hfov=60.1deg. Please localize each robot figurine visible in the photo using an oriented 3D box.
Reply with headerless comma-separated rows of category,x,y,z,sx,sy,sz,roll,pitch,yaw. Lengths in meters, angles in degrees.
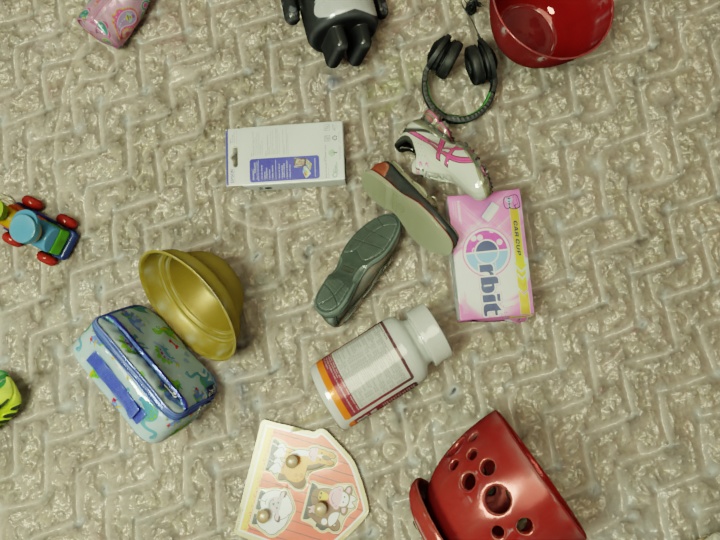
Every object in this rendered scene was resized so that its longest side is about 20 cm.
robot figurine,-0.041,-0.435,1.007,0.123,0.149,0.204,-19,82,30

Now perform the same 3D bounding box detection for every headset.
headset,0.166,-0.344,1.020,0.121,0.094,0.204,9,98,0

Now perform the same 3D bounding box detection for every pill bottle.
pill bottle,0.032,0.140,0.934,0.198,0.110,0.111,-31,82,-2

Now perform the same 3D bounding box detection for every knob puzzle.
knob puzzle,-0.082,0.344,0.955,0.214,0.030,0.225,0,82,3

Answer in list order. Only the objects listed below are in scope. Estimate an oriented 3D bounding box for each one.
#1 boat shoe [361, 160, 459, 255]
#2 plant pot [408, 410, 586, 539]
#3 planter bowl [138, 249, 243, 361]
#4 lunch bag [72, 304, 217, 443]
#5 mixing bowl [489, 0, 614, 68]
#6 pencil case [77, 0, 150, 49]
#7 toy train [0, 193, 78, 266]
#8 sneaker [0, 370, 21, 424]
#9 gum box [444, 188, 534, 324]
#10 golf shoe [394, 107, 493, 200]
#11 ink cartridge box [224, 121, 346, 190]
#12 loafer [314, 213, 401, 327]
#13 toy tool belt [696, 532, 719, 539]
boat shoe,0.085,-0.102,0.963,0.062,0.072,0.200,-29,58,-28
plant pot,0.181,0.330,0.861,0.182,0.200,0.201,-40,82,5
planter bowl,-0.239,0.034,0.954,0.200,0.201,0.083,40,51,8
lunch bag,-0.316,0.149,0.924,0.082,0.161,0.200,-44,82,13
mixing bowl,0.281,-0.399,0.979,0.196,0.108,0.205,2,78,-9
pencil case,-0.393,-0.477,1.051,0.086,0.087,0.202,31,86,7
toy train,-0.566,-0.089,0.995,0.197,0.116,0.086,27,84,6
sneaker,-0.626,0.233,0.990,0.198,0.074,0.084,-34,57,2
gum box,0.198,-0.015,0.965,0.111,0.066,0.205,-5,82,4
golf shoe,0.129,-0.164,0.964,0.091,0.073,0.201,-37,51,2
ink cartridge box,-0.122,-0.186,1.021,0.195,0.039,0.102,-2,83,2
loafer,0.000,0.000,0.985,0.071,0.063,0.201,27,69,32
toy tool belt,0.538,0.427,0.878,0.122,0.125,0.202,30,88,-25
